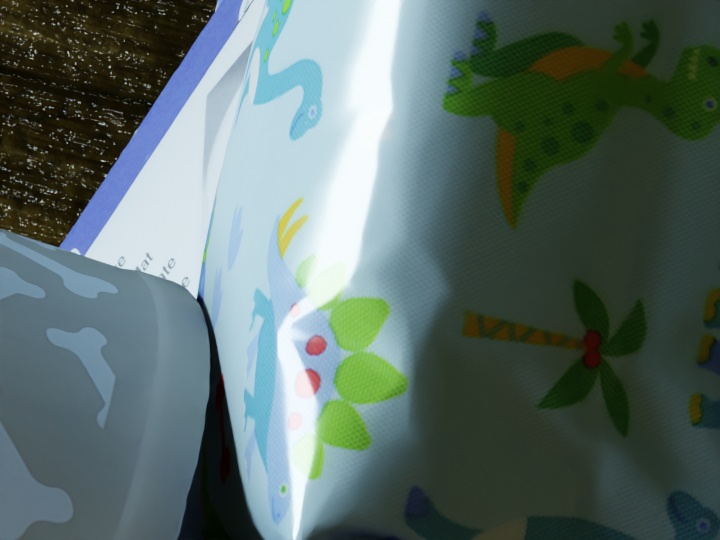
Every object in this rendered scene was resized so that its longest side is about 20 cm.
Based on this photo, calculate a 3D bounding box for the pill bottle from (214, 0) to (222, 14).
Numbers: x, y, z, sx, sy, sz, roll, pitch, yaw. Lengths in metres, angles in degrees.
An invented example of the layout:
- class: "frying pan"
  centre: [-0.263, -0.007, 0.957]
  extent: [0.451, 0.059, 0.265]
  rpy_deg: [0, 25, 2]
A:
- class: "pill bottle"
  centre: [0.011, -0.132, 1.036]
  extent: [0.112, 0.112, 0.200]
  rpy_deg: [-87, 12, -60]

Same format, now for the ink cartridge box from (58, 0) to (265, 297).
- class: "ink cartridge box"
  centre: [-0.037, 0.004, 0.788]
  extent: [0.200, 0.041, 0.200]
  rpy_deg: [-56, 43, 13]

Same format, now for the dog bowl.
- class: "dog bowl"
  centre: [-0.105, 0.075, 0.496]
  extent: [0.200, 0.059, 0.200]
  rpy_deg: [-50, 21, 27]

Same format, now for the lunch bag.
- class: "lunch bag"
  centre: [0.027, -0.009, 0.535]
  extent: [0.200, 0.127, 0.170]
  rpy_deg: [163, 120, -72]
